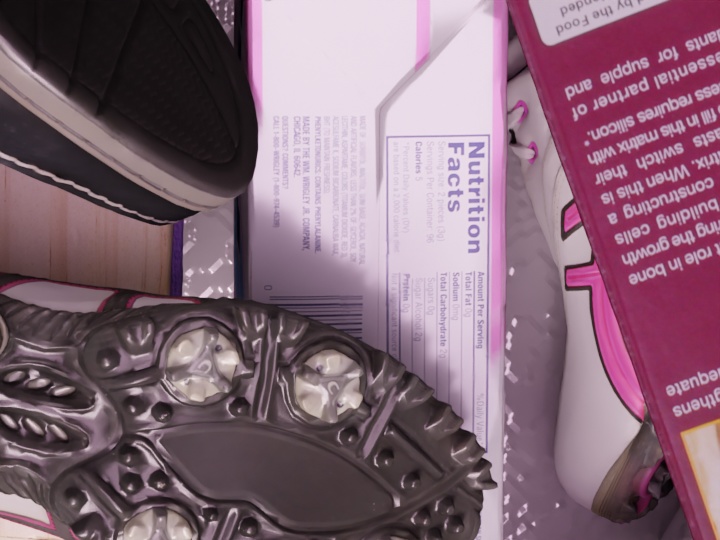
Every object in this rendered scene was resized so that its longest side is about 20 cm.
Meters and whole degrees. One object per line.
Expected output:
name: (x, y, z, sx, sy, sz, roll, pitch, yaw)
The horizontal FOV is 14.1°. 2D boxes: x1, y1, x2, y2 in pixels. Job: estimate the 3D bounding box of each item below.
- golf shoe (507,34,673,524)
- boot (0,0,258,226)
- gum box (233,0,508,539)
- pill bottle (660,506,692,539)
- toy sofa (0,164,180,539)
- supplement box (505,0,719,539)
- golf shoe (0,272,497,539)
golf shoe: (0.079, -0.030, 0.805, 0.092, 0.073, 0.201, 19, 108, 20)
boot: (-0.141, -0.049, 0.682, 0.203, 0.074, 0.154, 33, 129, -26)
gum box: (0.000, 0.000, 0.774, 0.066, 0.114, 0.201, -1, 106, -4)
pill bottle: (0.169, 0.126, 0.785, 0.199, 0.116, 0.117, 31, 101, 3)
toy sofa: (-0.087, -0.024, 0.767, 0.097, 0.083, 0.201, 3, 105, 1)
supplement box: (0.117, -0.004, 0.690, 0.110, 0.086, 0.201, -20, 82, 13)
golf shoe: (-0.064, 0.030, 0.694, 0.199, 0.088, 0.078, 15, 99, -18)
